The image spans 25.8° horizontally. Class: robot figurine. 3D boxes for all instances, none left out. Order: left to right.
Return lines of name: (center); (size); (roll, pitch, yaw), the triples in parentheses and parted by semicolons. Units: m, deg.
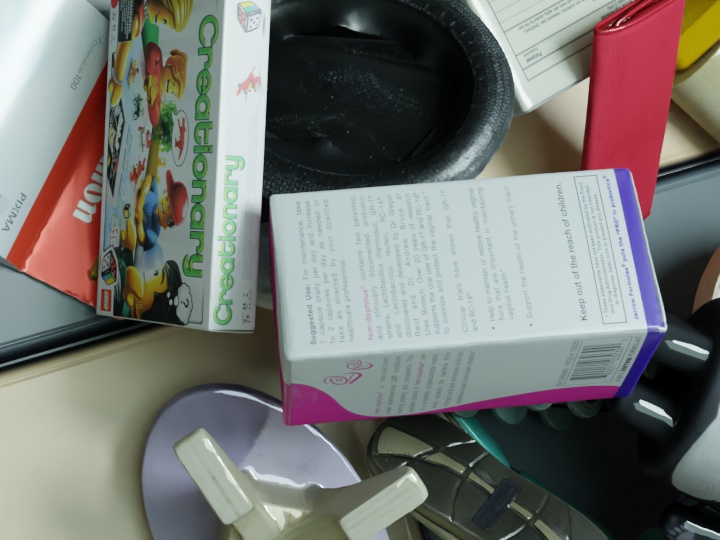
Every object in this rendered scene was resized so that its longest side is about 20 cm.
robot figurine: (0.245, 0.091, 0.944); (0.200, 0.150, 0.125); (23, 47, -5)

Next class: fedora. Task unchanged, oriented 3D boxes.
fedora: (-0.005, -0.091, 0.960); (0.200, 0.092, 0.201); (-3, 59, 5)

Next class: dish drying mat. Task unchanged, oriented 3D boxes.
dish drying mat: (0.172, -0.093, 1.032); (0.077, 0.200, 0.018); (-34, 55, -26)

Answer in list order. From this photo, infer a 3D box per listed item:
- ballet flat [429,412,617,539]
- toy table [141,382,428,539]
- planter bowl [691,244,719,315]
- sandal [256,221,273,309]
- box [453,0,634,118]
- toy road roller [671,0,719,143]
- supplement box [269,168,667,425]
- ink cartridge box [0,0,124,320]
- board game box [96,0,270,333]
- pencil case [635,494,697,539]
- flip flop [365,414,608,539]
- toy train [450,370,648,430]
ballet flat: (0.084, 0.144, 1.020); (0.200, 0.067, 0.064); (42, 97, -13)
toy table: (-0.047, 0.163, 0.908); (0.184, 0.117, 0.200); (-45, 100, 0)
planter bowl: (0.313, 0.039, 1.078); (0.200, 0.135, 0.200); (0, 91, -6)
sandal: (0.003, 0.005, 0.999); (0.202, 0.082, 0.050); (-7, 131, -26)
box: (0.081, -0.206, 1.023); (0.128, 0.109, 0.200); (-31, 98, -25)
toy road roller: (0.307, -0.191, 1.135); (0.123, 0.146, 0.200); (40, 108, -16)
supplement box: (0.052, 0.016, 0.868); (0.200, 0.101, 0.103); (-5, 65, -7)
ink cartridge box: (-0.189, -0.084, 0.924); (0.200, 0.047, 0.160); (29, 75, -18)
board game box: (-0.102, -0.069, 0.897); (0.035, 0.126, 0.200); (2, 91, -39)
pencil case: (0.218, 0.191, 1.024); (0.200, 0.085, 0.093); (-28, 135, -51)
flip flop: (0.082, 0.166, 0.950); (0.200, 0.058, 0.081); (38, 51, 15)
toy train: (0.118, 0.040, 1.007); (0.200, 0.085, 0.114); (13, 72, -47)
